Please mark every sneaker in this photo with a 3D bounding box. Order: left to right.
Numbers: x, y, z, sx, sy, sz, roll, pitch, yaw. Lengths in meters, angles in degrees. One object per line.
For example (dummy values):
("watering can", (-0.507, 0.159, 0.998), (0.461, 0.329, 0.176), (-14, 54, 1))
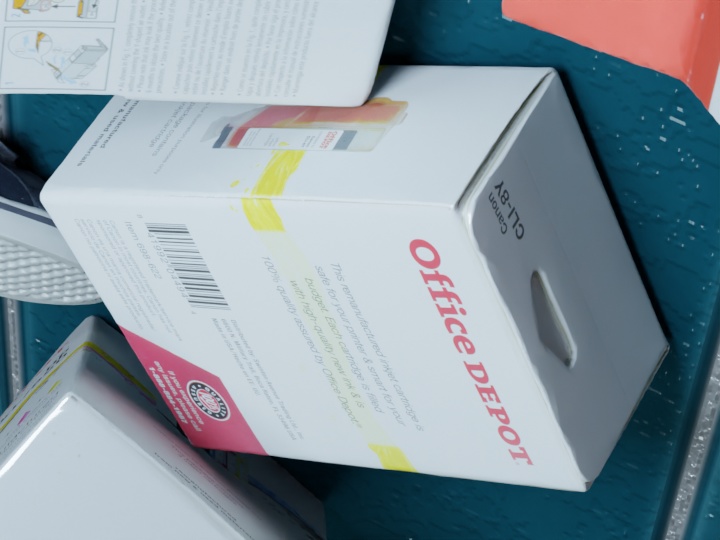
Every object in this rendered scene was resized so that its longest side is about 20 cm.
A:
("sneaker", (-0.190, -0.047, 1.116), (0.199, 0.080, 0.078), (18, 155, -19))

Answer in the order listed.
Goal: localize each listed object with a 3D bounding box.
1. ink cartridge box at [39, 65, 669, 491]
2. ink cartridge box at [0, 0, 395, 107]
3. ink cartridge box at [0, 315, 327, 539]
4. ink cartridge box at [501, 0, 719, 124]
("ink cartridge box", (0.000, 0.000, 0.997), (0.199, 0.084, 0.146), (4, 135, 37))
("ink cartridge box", (-0.066, -0.131, 0.860), (0.172, 0.044, 0.200), (1, 145, -11))
("ink cartridge box", (-0.111, 0.130, 1.109), (0.145, 0.147, 0.200), (41, -176, -7))
("ink cartridge box", (0.134, -0.105, 0.759), (0.199, 0.057, 0.163), (19, 123, 16))
